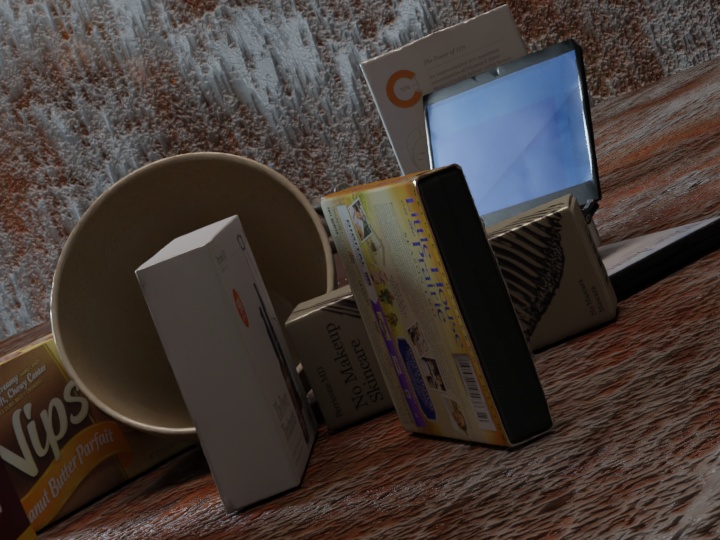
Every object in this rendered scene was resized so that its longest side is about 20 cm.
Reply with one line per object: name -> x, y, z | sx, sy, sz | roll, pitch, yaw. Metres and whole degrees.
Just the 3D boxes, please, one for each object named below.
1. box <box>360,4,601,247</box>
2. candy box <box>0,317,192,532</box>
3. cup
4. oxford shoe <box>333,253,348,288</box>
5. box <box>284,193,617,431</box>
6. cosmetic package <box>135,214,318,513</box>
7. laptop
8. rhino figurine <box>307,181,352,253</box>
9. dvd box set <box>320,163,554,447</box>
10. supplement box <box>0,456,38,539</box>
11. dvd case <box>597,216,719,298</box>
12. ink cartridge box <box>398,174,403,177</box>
box -> 0.096, -0.089, 1.864 | 0.124, 0.201, 0.097 | -21, 0, 6
candy box -> -0.214, 0.107, 1.694 | 0.055, 0.116, 0.199 | -19, 6, 46
cup -> -0.100, 0.037, 1.672 | 0.199, 0.201, 0.143 | -23, -23, 4
oxford shoe -> 0.000, 0.000, 1.839 | 0.200, 0.072, 0.072 | -57, -10, -62
box -> 0.059, 0.026, 1.525 | 0.199, 0.083, 0.068 | -24, 6, 10
cosmetic package -> -0.078, 0.051, 1.459 | 0.051, 0.152, 0.200 | -22, 5, 4
laptop -> 0.074, -0.051, 1.706 | 0.177, 0.104, 0.200 | -18, 23, 51
rhino figurine -> -0.026, -0.033, 1.956 | 0.199, 0.060, 0.087 | 3, -22, -36
dvd box set -> 0.037, 0.019, 1.295 | 0.029, 0.147, 0.200 | -22, 3, -14
supplement box -> -0.335, 0.133, 1.470 | 0.196, 0.201, 0.133 | -22, 4, 8
dvd case -> 0.152, 0.007, 1.667 | 0.142, 0.018, 0.200 | -25, 5, -32
ink cartridge box -> 0.118, -0.081, 2.424 | 0.199, 0.085, 0.144 | -19, 6, 30
